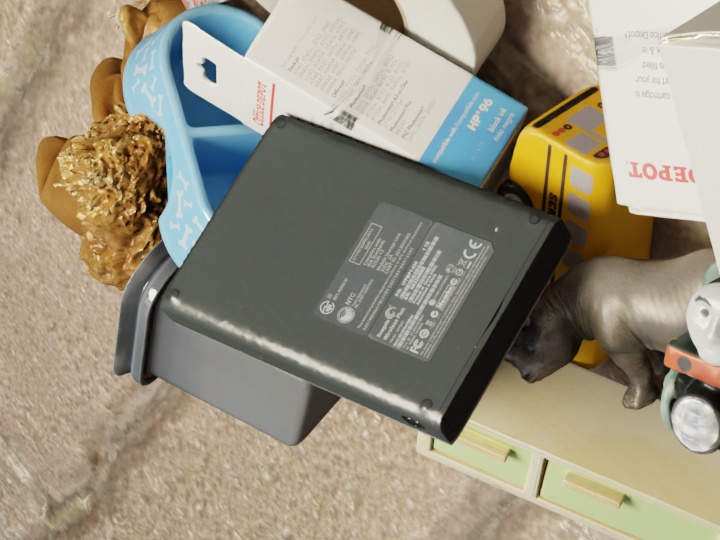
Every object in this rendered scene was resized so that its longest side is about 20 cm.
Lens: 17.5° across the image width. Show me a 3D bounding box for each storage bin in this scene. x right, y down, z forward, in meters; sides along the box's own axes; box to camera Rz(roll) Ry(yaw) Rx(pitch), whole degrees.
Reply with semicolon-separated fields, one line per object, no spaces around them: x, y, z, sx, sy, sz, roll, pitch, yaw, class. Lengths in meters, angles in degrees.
-0.051;0.022;1.554;0.134;0.200;0.146;32;142;15;storage bin

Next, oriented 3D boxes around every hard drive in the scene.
0.000;0.000;1.326;0.200;0.140;0.033;22;163;29;hard drive

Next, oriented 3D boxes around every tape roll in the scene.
-0.008;-0.182;1.384;0.203;0.037;0.203;31;163;11;tape roll

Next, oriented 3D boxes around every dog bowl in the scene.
-0.080;-0.080;1.486;0.050;0.111;0.200;-45;56;56;dog bowl

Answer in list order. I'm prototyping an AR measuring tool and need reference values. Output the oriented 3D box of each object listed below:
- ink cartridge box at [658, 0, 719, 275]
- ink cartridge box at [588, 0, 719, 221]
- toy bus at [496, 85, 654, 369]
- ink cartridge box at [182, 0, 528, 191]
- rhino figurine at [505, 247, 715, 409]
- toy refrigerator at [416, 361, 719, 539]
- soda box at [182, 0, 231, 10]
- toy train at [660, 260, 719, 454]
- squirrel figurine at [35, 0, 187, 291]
0.240;-0.079;1.053;0.083;0.200;0.147;9;124;50;ink cartridge box
0.190;-0.130;1.160;0.146;0.084;0.200;10;115;51;ink cartridge box
0.128;-0.012;1.393;0.078;0.065;0.200;33;140;31;toy bus
-0.006;-0.104;1.407;0.200;0.068;0.116;31;164;5;ink cartridge box
0.159;0.029;1.321;0.200;0.060;0.087;-5;120;24;rhino figurine
0.136;0.110;1.402;0.200;0.070;0.076;23;152;11;toy refrigerator
-0.118;-0.270;1.512;0.068;0.064;0.200;-16;104;57;soda box
0.223;0.023;1.178;0.085;0.200;0.114;23;121;35;toy train
-0.137;-0.091;1.590;0.141;0.200;0.187;16;126;-12;squirrel figurine
